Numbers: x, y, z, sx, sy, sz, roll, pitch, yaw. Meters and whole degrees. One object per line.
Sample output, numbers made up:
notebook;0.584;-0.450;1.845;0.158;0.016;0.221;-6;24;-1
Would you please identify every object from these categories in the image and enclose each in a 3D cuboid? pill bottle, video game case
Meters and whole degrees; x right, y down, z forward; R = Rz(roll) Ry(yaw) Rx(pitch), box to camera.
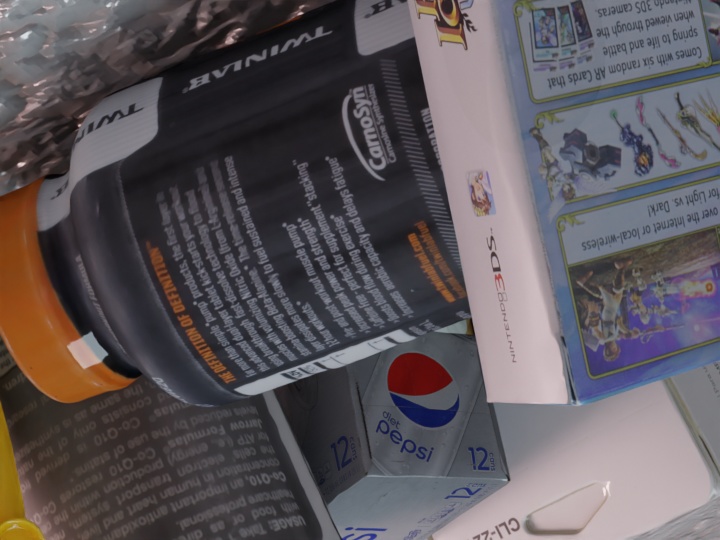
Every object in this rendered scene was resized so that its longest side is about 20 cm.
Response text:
pill bottle;-0.071;0.089;0.714;0.113;0.201;0.114;-22;160;-8
video game case;0.105;-0.075;0.546;0.198;0.183;0.045;-14;-177;-30
pill bottle;-0.017;-0.023;0.617;0.198;0.107;0.106;-20;163;15

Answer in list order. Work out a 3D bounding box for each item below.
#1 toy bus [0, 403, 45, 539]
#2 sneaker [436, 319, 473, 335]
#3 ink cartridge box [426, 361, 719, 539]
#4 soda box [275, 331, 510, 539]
toy bus;-0.192;0.099;0.605;0.198;0.193;0.136;-15;160;-23
sneaker;0.000;0.000;0.800;0.087;0.076;0.200;-9;159;3
ink cartridge box;0.124;0.054;0.864;0.144;0.084;0.199;-32;176;36
soda box;-0.025;0.093;0.812;0.068;0.064;0.200;5;151;-31
